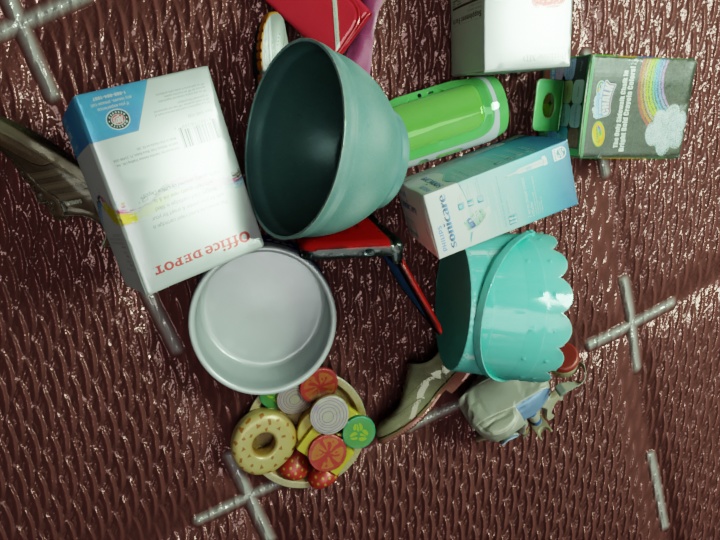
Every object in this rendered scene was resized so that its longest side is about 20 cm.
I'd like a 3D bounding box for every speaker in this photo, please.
[{"bbox_3d":[0.092,-0.191,0.746,0.194,0.089,0.091,-18,108,-5],"label":"speaker"}]

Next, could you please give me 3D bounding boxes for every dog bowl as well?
[{"bbox_3d":[-0.133,0.058,0.772,0.192,0.079,0.208,-3,106,-11],"label":"dog bowl"}]

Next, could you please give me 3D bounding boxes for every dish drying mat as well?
[{"bbox_3d":[-0.081,-0.344,0.671,0.199,0.018,0.077,42,99,0],"label":"dish drying mat"}]

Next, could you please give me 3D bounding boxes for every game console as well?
[{"bbox_3d":[0.000,0.000,0.718,0.166,0.200,0.123,-4,105,-10],"label":"game console"}]

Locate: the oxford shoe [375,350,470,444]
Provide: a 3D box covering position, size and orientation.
[{"bbox_3d":[0.088,0.181,0.867,0.199,0.070,0.075,-44,84,3],"label":"oxford shoe"}]

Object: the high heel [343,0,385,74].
[{"bbox_3d":[0.026,-0.303,0.706,0.095,0.067,0.201,40,100,-8],"label":"high heel"}]

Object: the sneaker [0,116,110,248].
[{"bbox_3d":[-0.370,-0.104,0.683,0.197,0.070,0.077,34,90,-18],"label":"sneaker"}]

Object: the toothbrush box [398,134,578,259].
[{"bbox_3d":[0.160,-0.105,0.750,0.194,0.147,0.088,-20,108,-5],"label":"toothbrush box"}]

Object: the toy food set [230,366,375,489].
[{"bbox_3d":[-0.081,0.240,0.848,0.198,0.049,0.200,36,96,-17],"label":"toy food set"}]

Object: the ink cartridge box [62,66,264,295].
[{"bbox_3d":[-0.226,-0.098,0.646,0.144,0.144,0.207,-24,105,-30],"label":"ink cartridge box"}]

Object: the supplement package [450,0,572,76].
[{"bbox_3d":[0.184,-0.354,0.700,0.117,0.120,0.207,-7,107,-10],"label":"supplement package"}]

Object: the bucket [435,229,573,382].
[{"bbox_3d":[0.185,0.048,0.774,0.130,0.208,0.215,2,105,-7],"label":"bucket"}]

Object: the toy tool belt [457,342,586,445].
[{"bbox_3d":[0.254,0.197,0.881,0.196,0.127,0.124,-31,140,2],"label":"toy tool belt"}]

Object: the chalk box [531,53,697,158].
[{"bbox_3d":[0.318,-0.221,0.763,0.192,0.124,0.130,-1,107,-10],"label":"chalk box"}]

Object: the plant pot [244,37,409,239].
[{"bbox_3d":[-0.028,-0.136,0.635,0.131,0.198,0.207,1,108,-40],"label":"plant pot"}]

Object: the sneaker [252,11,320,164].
[{"bbox_3d":[-0.085,-0.216,0.717,0.089,0.076,0.207,-10,114,-16],"label":"sneaker"}]
